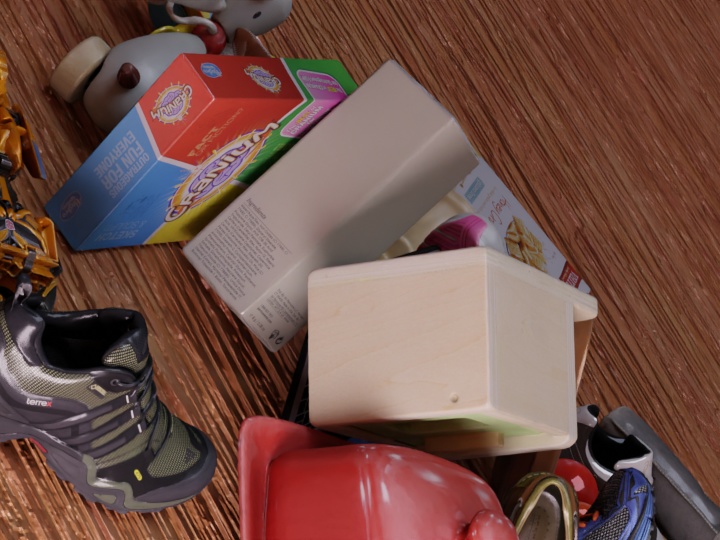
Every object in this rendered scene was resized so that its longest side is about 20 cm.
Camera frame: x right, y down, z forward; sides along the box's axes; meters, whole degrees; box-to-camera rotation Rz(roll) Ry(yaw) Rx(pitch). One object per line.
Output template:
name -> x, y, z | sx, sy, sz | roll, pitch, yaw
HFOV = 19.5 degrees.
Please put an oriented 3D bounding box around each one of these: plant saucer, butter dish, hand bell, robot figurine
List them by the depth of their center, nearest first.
robot figurine -> -0.244, -0.059, 1.285 | 0.145, 0.058, 0.201 | 19, 40, -47
butter dish -> 0.033, 0.185, 1.292 | 0.199, 0.147, 0.201 | 24, 53, -45
plant saucer -> 0.128, 0.110, 1.543 | 0.032, 0.201, 0.201 | 17, 30, 0
hand bell -> 0.000, 0.000, 1.601 | 0.200, 0.104, 0.104 | -16, 70, -51

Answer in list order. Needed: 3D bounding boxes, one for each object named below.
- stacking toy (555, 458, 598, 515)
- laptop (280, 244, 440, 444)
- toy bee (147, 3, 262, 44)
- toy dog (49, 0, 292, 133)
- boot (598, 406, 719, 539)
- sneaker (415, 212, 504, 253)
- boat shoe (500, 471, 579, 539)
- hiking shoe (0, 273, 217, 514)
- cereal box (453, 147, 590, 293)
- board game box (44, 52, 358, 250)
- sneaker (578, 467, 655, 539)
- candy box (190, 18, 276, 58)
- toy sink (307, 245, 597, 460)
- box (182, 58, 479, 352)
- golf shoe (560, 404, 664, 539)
stacking toy -> 0.163, 0.222, 1.557 | 0.085, 0.085, 0.201 | 35, 31, -30
laptop -> 0.034, 0.105, 1.473 | 0.115, 0.201, 0.187 | 23, 17, 21
toy bee -> -0.129, -0.212, 1.613 | 0.200, 0.109, 0.131 | 39, 71, -7
toy dog -> -0.128, -0.160, 1.483 | 0.131, 0.096, 0.201 | 31, 66, -7
boot -> 0.275, 0.220, 1.761 | 0.200, 0.073, 0.182 | 37, -23, 26
sneaker -> 0.100, 0.019, 1.608 | 0.081, 0.088, 0.200 | 43, -22, 31
boat shoe -> 0.101, 0.230, 1.371 | 0.068, 0.071, 0.201 | 110, -12, -78
hiking shoe -> -0.146, 0.075, 1.225 | 0.200, 0.101, 0.076 | 30, 34, -37
cereal box -> 0.117, -0.024, 1.850 | 0.200, 0.039, 0.144 | 49, 26, -6
board game box -> -0.102, -0.081, 1.436 | 0.040, 0.153, 0.200 | 53, 26, 16
sneaker -> 0.131, 0.207, 1.444 | 0.078, 0.075, 0.200 | 43, 67, -2
candy box -> -0.065, -0.104, 1.611 | 0.200, 0.026, 0.103 | 29, 72, -40
toy sink -> 0.068, 0.064, 1.399 | 0.200, 0.130, 0.113 | 22, 64, -61
box -> -0.020, -0.045, 1.452 | 0.082, 0.200, 0.068 | 47, -3, 34
golf shoe -> 0.210, 0.189, 1.671 | 0.200, 0.094, 0.078 | 44, 26, -19
